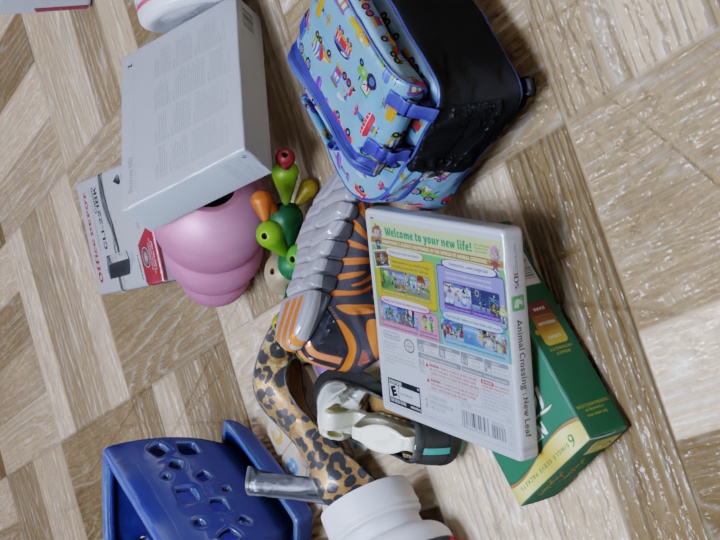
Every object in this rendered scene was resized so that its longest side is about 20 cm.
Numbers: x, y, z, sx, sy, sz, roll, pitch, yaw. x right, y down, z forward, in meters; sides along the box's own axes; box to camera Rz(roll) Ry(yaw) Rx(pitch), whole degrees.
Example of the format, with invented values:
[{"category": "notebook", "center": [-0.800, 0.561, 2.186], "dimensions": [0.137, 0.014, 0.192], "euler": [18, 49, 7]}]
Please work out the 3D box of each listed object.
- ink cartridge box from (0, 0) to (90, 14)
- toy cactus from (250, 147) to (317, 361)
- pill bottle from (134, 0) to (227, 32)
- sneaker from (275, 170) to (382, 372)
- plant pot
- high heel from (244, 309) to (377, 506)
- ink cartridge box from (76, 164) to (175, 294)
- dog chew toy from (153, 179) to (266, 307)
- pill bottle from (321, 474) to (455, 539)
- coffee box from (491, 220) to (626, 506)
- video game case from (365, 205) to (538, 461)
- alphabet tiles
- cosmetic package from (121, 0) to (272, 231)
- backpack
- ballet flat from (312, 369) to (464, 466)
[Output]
[{"category": "ink cartridge box", "center": [-0.440, -0.433, 1.718], "dimensions": [0.200, 0.145, 0.145], "euler": [48, 137, 40]}, {"category": "toy cactus", "center": [-0.060, -0.010, 1.339], "dimensions": [0.165, 0.102, 0.201], "euler": [139, 113, -75]}, {"category": "pill bottle", "center": [-0.196, -0.355, 1.397], "dimensions": [0.109, 0.108, 0.201], "euler": [-20, 83, 58]}, {"category": "sneaker", "center": [0.000, 0.000, 1.242], "dimensions": [0.077, 0.112, 0.201], "euler": [-13, 55, 61]}, {"category": "plant pot", "center": [-0.163, 0.297, 1.487], "dimensions": [0.200, 0.179, 0.201], "euler": [45, 141, 40]}, {"category": "high heel", "center": [-0.038, 0.136, 1.367], "dimensions": [0.142, 0.071, 0.201], "euler": [1, 80, 23]}, {"category": "ink cartridge box", "center": [-0.252, -0.054, 1.607], "dimensions": [0.200, 0.083, 0.145], "euler": [-10, 93, 59]}, {"category": "dog chew toy", "center": [-0.155, -0.031, 1.435], "dimensions": [0.125, 0.124, 0.200], "euler": [59, 162, 27]}, {"category": "pill bottle", "center": [0.045, 0.293, 1.227], "dimensions": [0.201, 0.119, 0.120], "euler": [64, 145, 21]}, {"category": "coffee box", "center": [0.124, 0.075, 1.098], "dimensions": [0.201, 0.044, 0.123], "euler": [63, 145, 22]}, {"category": "video game case", "center": [0.071, 0.045, 1.111], "dimensions": [0.200, 0.022, 0.183], "euler": [13, 112, 58]}, {"category": "alphabet tiles", "center": [-0.047, 0.170, 1.427], "dimensions": [0.201, 0.015, 0.196], "euler": [62, 145, 23]}, {"category": "cosmetic package", "center": [-0.165, -0.156, 1.343], "dimensions": [0.150, 0.052, 0.201], "euler": [-22, 54, 23]}, {"category": "backpack", "center": [0.023, -0.142, 1.104], "dimensions": [0.183, 0.134, 0.200], "euler": [64, 148, 22]}, {"category": "ballet flat", "center": [0.006, 0.133, 1.254], "dimensions": [0.200, 0.068, 0.068], "euler": [12, 105, 46]}]
